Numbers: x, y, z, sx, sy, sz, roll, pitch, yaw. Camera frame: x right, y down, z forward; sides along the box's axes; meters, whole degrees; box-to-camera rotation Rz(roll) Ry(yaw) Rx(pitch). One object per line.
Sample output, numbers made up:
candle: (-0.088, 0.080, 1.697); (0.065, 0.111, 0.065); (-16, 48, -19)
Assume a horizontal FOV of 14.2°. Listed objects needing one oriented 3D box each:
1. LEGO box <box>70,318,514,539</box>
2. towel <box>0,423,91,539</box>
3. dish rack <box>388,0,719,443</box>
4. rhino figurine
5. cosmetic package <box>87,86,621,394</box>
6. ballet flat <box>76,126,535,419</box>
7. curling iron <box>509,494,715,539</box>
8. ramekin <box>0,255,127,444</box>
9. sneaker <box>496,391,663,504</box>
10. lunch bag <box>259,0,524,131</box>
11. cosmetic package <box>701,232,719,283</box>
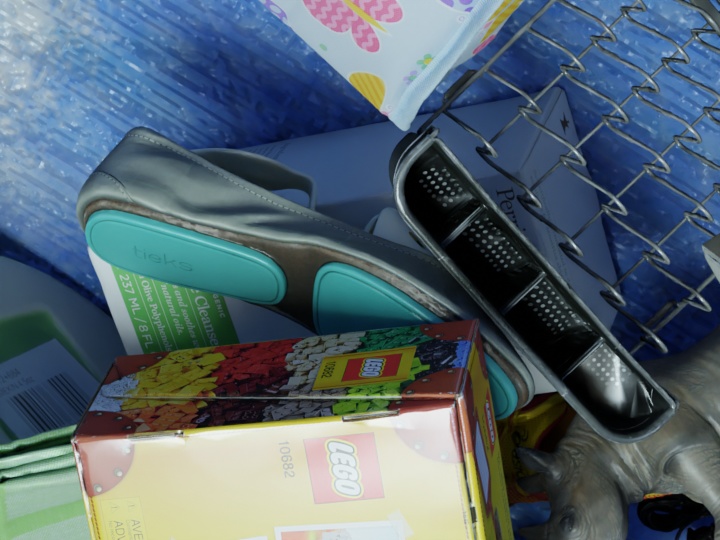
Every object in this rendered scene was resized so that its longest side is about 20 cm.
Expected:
LEGO box: (-0.015, 0.131, 1.106); (0.148, 0.077, 0.201); (-6, 110, 10)
towel: (-0.050, 0.111, 1.192); (0.199, 0.031, 0.150); (-14, 129, -12)
dish rack: (0.119, -0.053, 1.126); (0.200, 0.055, 0.153); (-44, 111, -3)
rhino figurine: (0.137, 0.071, 1.174); (0.199, 0.060, 0.088); (-28, 75, -7)
cosmetic package: (0.000, 0.000, 1.231); (0.199, 0.085, 0.108); (-10, 114, 23)
ballet flat: (-0.015, -0.007, 1.145); (0.199, 0.064, 0.068); (22, 145, 10)
curling iron: (0.076, 0.102, 1.305); (0.199, 0.026, 0.050); (5, 119, 15)
ramekin: (-0.163, 0.084, 1.270); (0.200, 0.200, 0.098); (38, 116, -8)
sneaker: (0.057, 0.069, 1.253); (0.199, 0.077, 0.073); (-8, 91, 16)
lunch bag: (0.025, -0.184, 1.077); (0.169, 0.127, 0.200); (40, 134, 0)
cosmetic package: (0.243, -0.015, 1.099); (0.200, 0.071, 0.105); (-35, 111, -2)
